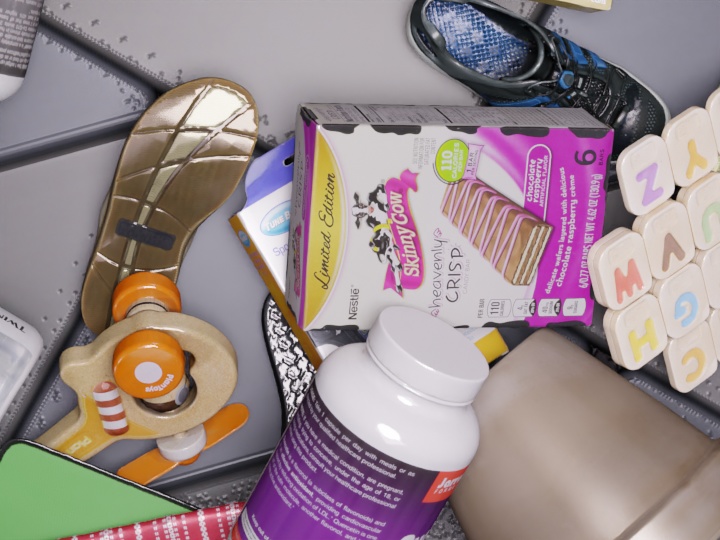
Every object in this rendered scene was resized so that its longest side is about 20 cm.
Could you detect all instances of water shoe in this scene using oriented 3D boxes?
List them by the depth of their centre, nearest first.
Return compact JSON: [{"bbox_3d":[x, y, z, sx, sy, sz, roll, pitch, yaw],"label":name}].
[{"bbox_3d":[0.121,-0.126,1.133,0.199,0.079,0.072,24,95,-7],"label":"water shoe"}]

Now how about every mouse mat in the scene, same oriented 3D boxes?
[{"bbox_3d":[-0.205,0.221,1.162,0.160,0.008,0.201,24,108,-12],"label":"mouse mat"}]

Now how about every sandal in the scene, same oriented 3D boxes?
[{"bbox_3d":[-0.135,-0.045,1.142,0.080,0.054,0.201,22,110,-13],"label":"sandal"},{"bbox_3d":[-0.026,0.106,1.173,0.075,0.048,0.202,-5,84,-8],"label":"sandal"}]

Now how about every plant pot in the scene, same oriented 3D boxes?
[{"bbox_3d":[0.137,0.141,1.128,0.200,0.200,0.174,-42,81,2],"label":"plant pot"}]

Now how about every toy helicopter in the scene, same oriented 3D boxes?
[{"bbox_3d":[-0.166,0.103,1.147,0.200,0.079,0.132,-35,125,17],"label":"toy helicopter"}]

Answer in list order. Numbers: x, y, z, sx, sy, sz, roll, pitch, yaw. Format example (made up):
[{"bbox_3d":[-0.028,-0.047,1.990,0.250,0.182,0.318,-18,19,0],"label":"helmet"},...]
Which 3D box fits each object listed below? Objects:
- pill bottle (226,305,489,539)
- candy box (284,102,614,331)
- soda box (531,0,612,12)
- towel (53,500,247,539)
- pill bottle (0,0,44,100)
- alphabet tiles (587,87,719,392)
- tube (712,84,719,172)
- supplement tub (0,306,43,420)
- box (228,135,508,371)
[{"bbox_3d":[0.001,0.126,1.060,0.112,0.113,0.201,26,112,-7],"label":"pill bottle"},{"bbox_3d":[0.056,-0.034,1.085,0.199,0.061,0.137,-1,108,-14],"label":"candy box"},{"bbox_3d":[0.073,-0.224,1.125,0.199,0.064,0.068,10,96,-6],"label":"soda box"},{"bbox_3d":[-0.151,0.238,1.157,0.199,0.023,0.146,-12,110,0],"label":"towel"},{"bbox_3d":[-0.262,-0.177,1.082,0.116,0.116,0.201,15,96,-6],"label":"pill bottle"},{"bbox_3d":[0.239,-0.020,1.135,0.199,0.015,0.196,-32,122,-22],"label":"alphabet tiles"},{"bbox_3d":[0.284,-0.140,1.159,0.052,0.058,0.201,30,91,26],"label":"tube"},{"bbox_3d":[-0.320,0.045,1.101,0.199,0.123,0.123,32,94,-8],"label":"supplement tub"},{"bbox_3d":[0.000,0.000,1.142,0.119,0.041,0.201,-31,91,-15],"label":"box"}]
